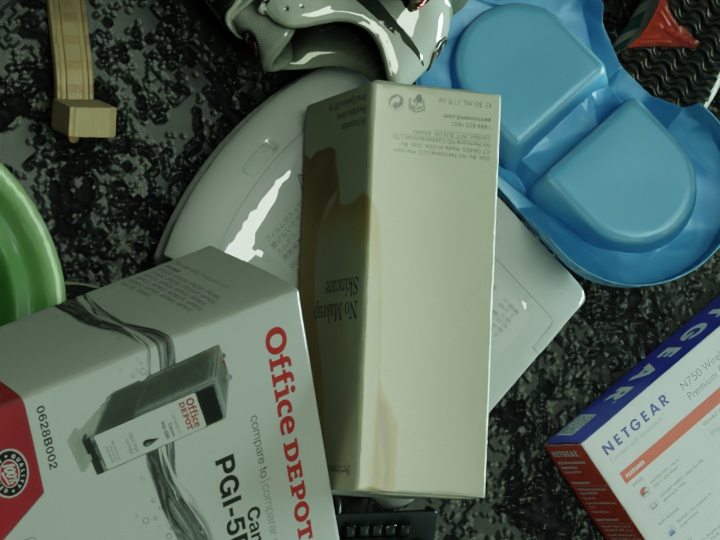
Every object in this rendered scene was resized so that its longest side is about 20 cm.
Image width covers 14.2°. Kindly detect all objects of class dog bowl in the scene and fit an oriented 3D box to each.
[{"bbox_3d":[0.111,-0.073,1.535,0.111,0.050,0.200,-41,82,-12],"label":"dog bowl"}]

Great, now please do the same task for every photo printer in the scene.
[{"bbox_3d":[0.000,0.000,1.525,0.200,0.069,0.166,46,71,-13],"label":"photo printer"}]

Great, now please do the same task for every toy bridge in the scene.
[{"bbox_3d":[-0.142,-0.164,1.476,0.027,0.067,0.201,0,102,-23],"label":"toy bridge"}]

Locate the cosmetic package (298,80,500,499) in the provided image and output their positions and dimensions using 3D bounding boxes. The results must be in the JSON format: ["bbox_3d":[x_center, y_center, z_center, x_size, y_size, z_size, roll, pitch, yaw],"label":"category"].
[{"bbox_3d":[0.016,0.013,1.438,0.071,0.105,0.201,5,83,-20],"label":"cosmetic package"}]

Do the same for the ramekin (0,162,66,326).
[{"bbox_3d":[-0.251,0.024,1.402,0.199,0.098,0.201,2,86,-23],"label":"ramekin"}]

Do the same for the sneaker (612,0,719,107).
[{"bbox_3d":[0.176,-0.118,1.607,0.070,0.093,0.200,33,100,11],"label":"sneaker"}]

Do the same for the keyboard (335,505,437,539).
[{"bbox_3d":[0.020,0.222,1.518,0.127,0.021,0.201,-1,101,-37],"label":"keyboard"}]

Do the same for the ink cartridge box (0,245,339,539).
[{"bbox_3d":[-0.118,0.094,1.364,0.200,0.083,0.147,-23,116,-29],"label":"ink cartridge box"}]

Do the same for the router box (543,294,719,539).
[{"bbox_3d":[0.231,0.109,1.626,0.200,0.049,0.180,-38,100,-21],"label":"router box"}]

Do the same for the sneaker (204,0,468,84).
[{"bbox_3d":[-0.050,-0.151,1.474,0.200,0.074,0.089,23,62,6],"label":"sneaker"}]

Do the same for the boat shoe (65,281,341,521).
[{"bbox_3d":[-0.087,0.076,1.485,0.199,0.066,0.075,47,70,-14],"label":"boat shoe"}]

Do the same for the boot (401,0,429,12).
[{"bbox_3d":[-0.021,-0.184,1.394,0.151,0.073,0.200,44,62,1],"label":"boot"}]
